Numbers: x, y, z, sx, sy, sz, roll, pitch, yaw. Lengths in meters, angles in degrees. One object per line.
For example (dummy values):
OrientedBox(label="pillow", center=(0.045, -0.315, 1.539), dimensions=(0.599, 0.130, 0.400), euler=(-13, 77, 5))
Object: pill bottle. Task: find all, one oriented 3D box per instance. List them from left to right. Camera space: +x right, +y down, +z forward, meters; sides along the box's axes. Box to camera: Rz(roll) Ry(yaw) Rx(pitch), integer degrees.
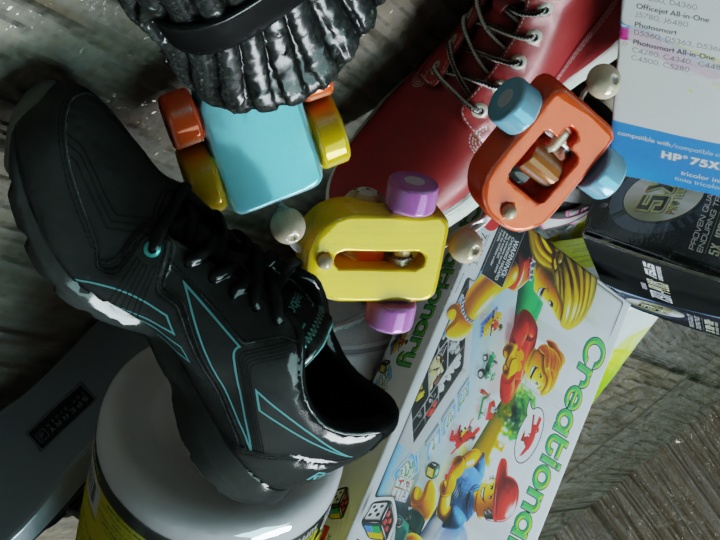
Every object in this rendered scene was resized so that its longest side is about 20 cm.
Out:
OrientedBox(label="pill bottle", center=(-0.081, 0.134, 0.730), dimensions=(0.112, 0.113, 0.201), euler=(-24, 148, -35))

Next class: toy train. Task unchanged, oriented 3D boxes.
OrientedBox(label="toy train", center=(0.010, -0.061, 0.643), dimensions=(0.199, 0.056, 0.151), euler=(28, 104, -29))

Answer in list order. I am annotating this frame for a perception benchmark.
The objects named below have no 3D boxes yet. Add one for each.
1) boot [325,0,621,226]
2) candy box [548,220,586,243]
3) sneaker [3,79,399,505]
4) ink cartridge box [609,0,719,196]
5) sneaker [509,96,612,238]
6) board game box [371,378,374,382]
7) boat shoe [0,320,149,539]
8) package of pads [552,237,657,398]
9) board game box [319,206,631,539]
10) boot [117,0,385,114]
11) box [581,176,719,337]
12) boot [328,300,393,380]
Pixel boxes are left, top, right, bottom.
OrientedBox(label="boot", center=(0.054, -0.102, 0.693), dimensions=(0.200, 0.072, 0.144), euler=(-44, 162, -6))
OrientedBox(label="candy box", center=(0.168, -0.041, 1.115), dimensions=(0.102, 0.027, 0.201), euler=(-29, 160, -23))
OrientedBox(label="sneaker", center=(-0.057, 0.004, 0.586), dimensions=(0.079, 0.201, 0.076), euler=(-16, -146, 30))
OrientedBox(label="ink cartridge box", center=(0.156, -0.140, 0.657), dimensions=(0.201, 0.066, 0.117), euler=(82, 26, -56))
OrientedBox(label="sneaker", center=(0.104, -0.049, 0.895), dimensions=(0.086, 0.081, 0.199), euler=(-44, 160, 23))
OrientedBox(label="board game box", center=(-0.008, 0.062, 0.859), dimensions=(0.198, 0.033, 0.120), euler=(-9, -169, -27))
OrientedBox(label="boat shoe", center=(-0.157, 0.095, 0.768), dimensions=(0.199, 0.073, 0.068), euler=(-46, 153, -9))
OrientedBox(label="package of pads", center=(0.130, 0.050, 1.136), dimensions=(0.152, 0.069, 0.201), euler=(-10, 155, -15))
OrientedBox(label="board game box", center=(0.060, 0.078, 0.798), dimensions=(0.126, 0.034, 0.202), euler=(32, 76, -36))
OrientedBox(label="boot", center=(-0.001, -0.142, 0.465), dimensions=(0.210, 0.080, 0.158), euler=(-30, 157, 12))
OrientedBox(label="box", center=(0.202, -0.079, 0.851), dimensions=(0.164, 0.085, 0.202), euler=(40, 70, -72))
OrientedBox(label="boot", center=(0.000, 0.000, 0.817), dimensions=(0.199, 0.073, 0.097), euler=(-15, 111, -59))
